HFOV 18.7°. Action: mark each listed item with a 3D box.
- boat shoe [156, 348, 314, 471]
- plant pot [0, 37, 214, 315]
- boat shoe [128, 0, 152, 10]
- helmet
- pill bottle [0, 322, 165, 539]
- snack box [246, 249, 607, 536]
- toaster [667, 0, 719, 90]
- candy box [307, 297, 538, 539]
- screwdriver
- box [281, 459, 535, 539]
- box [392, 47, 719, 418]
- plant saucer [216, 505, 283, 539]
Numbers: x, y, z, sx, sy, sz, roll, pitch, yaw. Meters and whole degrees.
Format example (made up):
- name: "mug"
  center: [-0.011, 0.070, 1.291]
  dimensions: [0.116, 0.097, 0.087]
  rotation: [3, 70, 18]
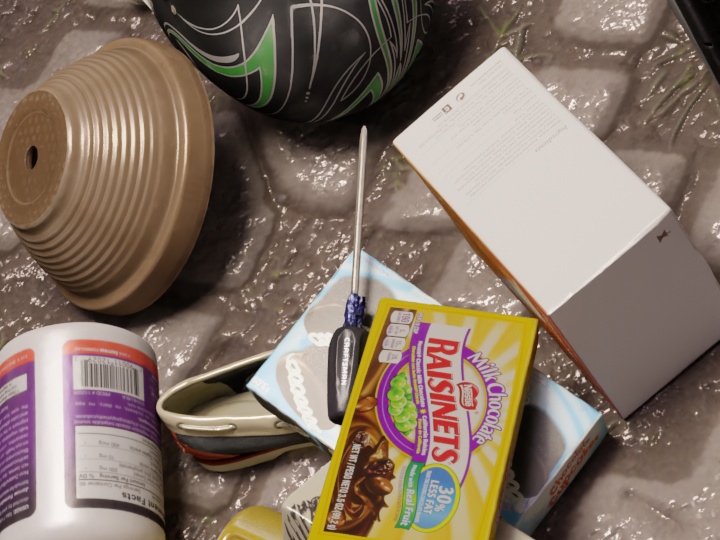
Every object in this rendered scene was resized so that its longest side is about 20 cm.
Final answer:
- name: "boat shoe"
  center: [-0.037, 0.076, 1.437]
  dimensions: [0.199, 0.063, 0.072]
  rotation: [-19, 47, 18]
- name: "plant pot"
  center: [-0.198, -0.073, 1.574]
  dimensions: [0.200, 0.092, 0.203]
  rotation: [-13, 73, 48]
- name: "boat shoe"
  center: [-0.170, -0.249, 1.778]
  dimensions: [0.070, 0.071, 0.201]
  rotation: [-50, 43, 29]
- name: "helmet"
  center: [-0.039, -0.203, 1.554]
  dimensions: [0.190, 0.200, 0.201]
  rotation: [17, 67, 44]
- name: "pill bottle"
  center: [-0.184, 0.146, 1.434]
  dimensions: [0.111, 0.111, 0.201]
  rotation: [-17, 60, 21]
- name: "snack box"
  center: [0.040, 0.086, 1.357]
  dimensions: [0.199, 0.037, 0.116]
  rotation: [34, 78, 25]
- name: "toaster"
  center: [0.264, -0.219, 1.375]
  dimensions: [0.180, 0.200, 0.119]
  rotation: [-33, 50, 8]
- name: "candy box"
  center: [0.040, 0.097, 1.274]
  dimensions: [0.101, 0.027, 0.201]
  rotation: [9, 44, 8]
- name: "screwdriver"
  center: [0.000, 0.000, 1.366]
  dimensions: [0.029, 0.028, 0.202]
  rotation: [-11, 64, 41]
- name: "box"
  center: [0.052, 0.181, 1.252]
  dimensions: [0.199, 0.069, 0.082]
  rotation: [28, 50, 30]
- name: "box"
  center: [0.126, -0.026, 1.366]
  dimensions: [0.097, 0.125, 0.200]
  rotation: [-40, 44, 0]
- name: "plant saucer"
  center: [-0.058, 0.245, 1.332]
  dimensions: [0.199, 0.048, 0.201]
  rotation: [17, 68, 40]
